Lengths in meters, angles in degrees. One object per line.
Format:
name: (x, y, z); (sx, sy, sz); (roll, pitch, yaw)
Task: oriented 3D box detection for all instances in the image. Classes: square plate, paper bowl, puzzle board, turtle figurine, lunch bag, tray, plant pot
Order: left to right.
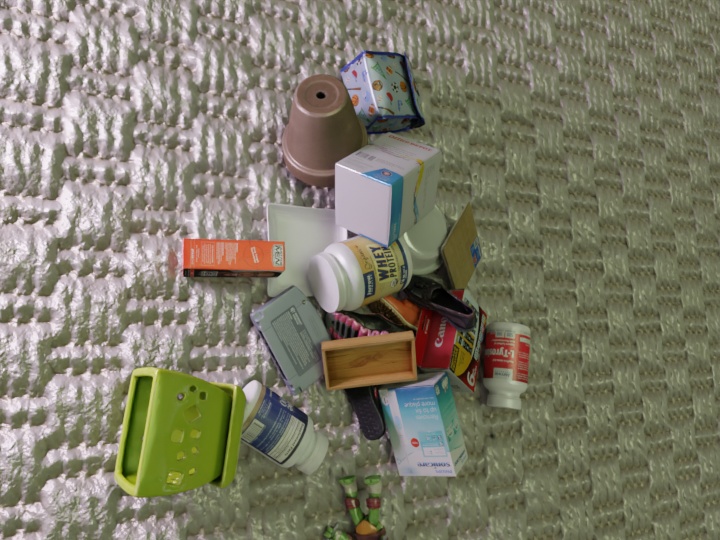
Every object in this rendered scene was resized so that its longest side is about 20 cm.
plant pot: (-0.318, 0.286, 1.020); (0.178, 0.198, 0.205); (13, 75, -32)
square plate: (-0.117, -0.040, 1.268); (0.195, 0.028, 0.205); (3, 81, -27)
plant pot: (-0.076, -0.311, 1.210); (0.194, 0.176, 0.205); (0, 62, -1)
turtle figurine: (-0.006, 0.533, 1.169); (0.195, 0.143, 0.200); (1, 77, -31)
tray: (0.019, 0.191, 1.207); (0.194, 0.037, 0.101); (-6, 111, 0)
lunch bag: (0.073, -0.431, 1.383); (0.197, 0.122, 0.175); (-13, 88, -42)
paper bowl: (0.128, -0.089, 1.363); (0.195, 0.104, 0.207); (4, 80, -25)
puzzle board: (0.251, -0.045, 1.412); (0.152, 0.017, 0.202); (-58, 144, -25)

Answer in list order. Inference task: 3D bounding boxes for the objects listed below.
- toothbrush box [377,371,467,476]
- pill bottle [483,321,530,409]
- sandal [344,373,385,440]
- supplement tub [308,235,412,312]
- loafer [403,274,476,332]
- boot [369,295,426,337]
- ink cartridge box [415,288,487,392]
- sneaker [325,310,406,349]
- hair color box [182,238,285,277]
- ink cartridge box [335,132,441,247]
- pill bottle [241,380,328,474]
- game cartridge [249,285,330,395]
toothbrush box: (0.138, 0.339, 1.253); (0.085, 0.143, 0.206); (-24, 101, -57)
pill bottle: (0.365, 0.239, 1.429); (0.110, 0.112, 0.206); (13, 75, -25)
sandal: (0.007, 0.272, 1.263); (0.045, 0.074, 0.205); (12, 58, -66)
supplement tub: (0.000, 0.000, 1.227); (0.196, 0.143, 0.148); (-20, 91, -31)
loafer: (0.179, 0.060, 1.282); (0.198, 0.064, 0.072); (34, 66, 22)
boot: (0.105, 0.090, 1.344); (0.199, 0.074, 0.109); (37, 63, -27)
ink cartridge box: (0.211, 0.154, 1.329); (0.175, 0.082, 0.204); (42, 54, -40)
sneaker: (0.017, 0.126, 1.270); (0.195, 0.080, 0.096); (23, 37, -1)
hair color box: (-0.254, -0.022, 1.137); (0.194, 0.101, 0.063); (0, 81, -17)
ink cartridge box: (0.060, -0.179, 1.222); (0.199, 0.144, 0.149); (-38, 142, -40)
pill bottle: (-0.163, 0.319, 1.138); (0.199, 0.110, 0.113); (38, 67, -17)
game cartridge: (-0.136, 0.143, 1.209); (0.132, 0.040, 0.204); (-32, 107, -25)
